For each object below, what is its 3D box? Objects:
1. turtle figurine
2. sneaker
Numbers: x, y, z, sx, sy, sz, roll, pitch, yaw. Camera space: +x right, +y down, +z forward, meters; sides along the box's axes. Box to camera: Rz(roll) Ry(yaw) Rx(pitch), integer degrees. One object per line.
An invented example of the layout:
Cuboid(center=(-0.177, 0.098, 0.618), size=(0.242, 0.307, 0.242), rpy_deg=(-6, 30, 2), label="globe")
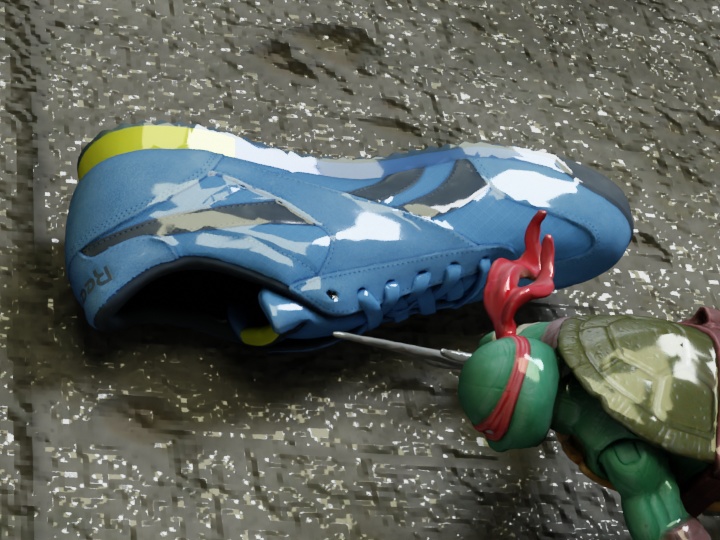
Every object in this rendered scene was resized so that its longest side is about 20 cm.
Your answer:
Cuboid(center=(0.093, 0.061, 0.587), size=(0.199, 0.101, 0.150), rpy_deg=(15, 45, -15), label="turtle figurine")
Cuboid(center=(0.000, 0.000, 0.640), size=(0.199, 0.066, 0.079), rpy_deg=(3, 51, -14), label="sneaker")
